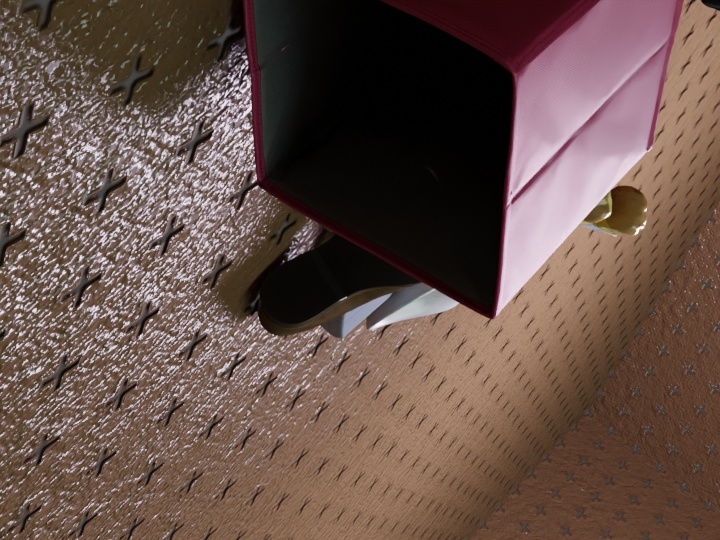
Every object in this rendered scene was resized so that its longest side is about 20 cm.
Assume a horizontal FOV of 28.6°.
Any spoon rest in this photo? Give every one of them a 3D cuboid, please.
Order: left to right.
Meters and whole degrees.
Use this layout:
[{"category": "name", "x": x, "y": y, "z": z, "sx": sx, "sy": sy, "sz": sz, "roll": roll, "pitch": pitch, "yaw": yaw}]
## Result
[{"category": "spoon rest", "x": 0.075, "y": 0.021, "z": 1.495, "sx": 0.099, "sy": 0.061, "sz": 0.200, "roll": -34, "pitch": 178, "yaw": 34}]

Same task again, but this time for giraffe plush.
[{"category": "giraffe plush", "x": 0.256, "y": -0.134, "z": 1.574, "sx": 0.200, "sy": 0.172, "sz": 0.163, "roll": 13, "pitch": 93, "yaw": -61}]

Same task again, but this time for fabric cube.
[{"category": "fabric cube", "x": 0.066, "y": -0.134, "z": 0.875, "sx": 0.199, "sy": 0.196, "sz": 0.201, "roll": -42, "pitch": 149, "yaw": -32}]

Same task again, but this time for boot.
[{"category": "boot", "x": 0.000, "y": 0.000, "z": 1.214, "sx": 0.199, "sy": 0.074, "sz": 0.076, "roll": -23, "pitch": 166, "yaw": -18}]

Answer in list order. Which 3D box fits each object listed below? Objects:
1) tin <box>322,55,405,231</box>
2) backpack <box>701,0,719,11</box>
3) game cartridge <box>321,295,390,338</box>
[{"category": "tin", "x": 0.009, "y": -0.113, "z": 1.101, "sx": 0.112, "sy": 0.042, "sz": 0.201, "roll": -43, "pitch": 162, "yaw": -43}, {"category": "backpack", "x": 0.517, "y": -0.393, "z": 1.778, "sx": 0.164, "sy": 0.153, "sz": 0.200, "roll": -65, "pitch": 173, "yaw": 18}, {"category": "game cartridge", "x": 0.019, "y": -0.025, "z": 1.315, "sx": 0.133, "sy": 0.040, "sz": 0.201, "roll": -36, "pitch": 157, "yaw": -35}]
